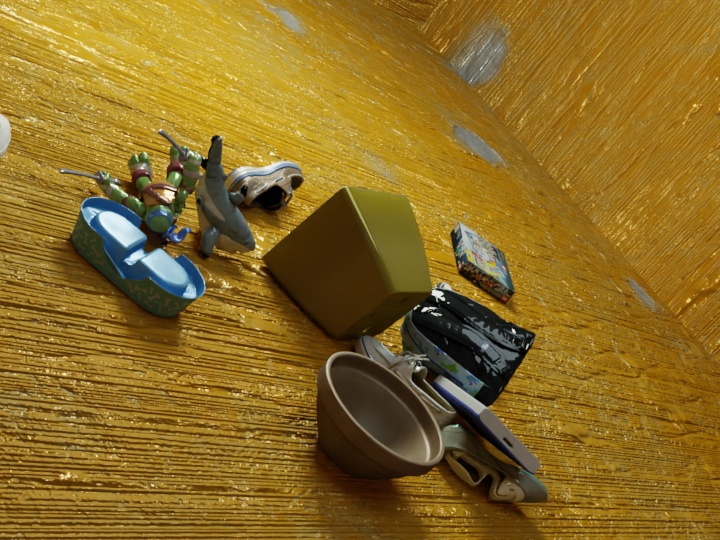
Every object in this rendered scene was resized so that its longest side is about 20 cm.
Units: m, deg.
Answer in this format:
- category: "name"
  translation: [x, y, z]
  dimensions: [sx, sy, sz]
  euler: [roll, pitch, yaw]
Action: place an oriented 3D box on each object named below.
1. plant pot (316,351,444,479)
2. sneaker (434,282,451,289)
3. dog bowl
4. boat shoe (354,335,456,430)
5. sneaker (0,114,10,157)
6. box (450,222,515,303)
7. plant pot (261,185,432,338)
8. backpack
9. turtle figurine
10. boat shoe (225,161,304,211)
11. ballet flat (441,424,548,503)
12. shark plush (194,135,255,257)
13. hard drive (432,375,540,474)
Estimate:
- category: "plant pot"
  translation: [0.009, 0.212, 1.437]
  dimensions: [0.200, 0.093, 0.201]
  euler: [34, 23, -16]
- category: "sneaker"
  translation: [0.191, 0.116, 1.953]
  dimensions: [0.129, 0.080, 0.199]
  euler: [29, 24, -31]
- category: "dog bowl"
  translation: [-0.302, -0.015, 1.429]
  dimensions: [0.200, 0.050, 0.111]
  euler: [41, 21, 0]
- category: "boat shoe"
  translation: [0.078, 0.161, 1.661]
  dimensions: [0.202, 0.086, 0.074]
  euler: [50, 23, 23]
- category: "sneaker"
  translation: [-0.492, -0.200, 1.386]
  dimensions: [0.074, 0.116, 0.200]
  euler: [36, 20, -5]
- category: "box"
  translation: [0.274, -0.019, 2.412]
  dimensions: [0.136, 0.038, 0.200]
  euler: [34, 22, -16]
- category: "plant pot"
  translation: [0.000, 0.000, 1.726]
  dimensions: [0.200, 0.200, 0.177]
  euler: [2, 53, -58]
- category: "backpack"
  translation: [0.162, 0.119, 1.781]
  dimensions: [0.200, 0.154, 0.163]
  euler: [38, 58, -1]
- category: "turtle figurine"
  translation: [-0.305, -0.150, 1.552]
  dimensions: [0.200, 0.144, 0.194]
  euler: [43, 11, -21]
- category: "boat shoe"
  translation: [-0.161, -0.143, 1.901]
  dimensions: [0.072, 0.072, 0.200]
  euler: [51, 33, 16]
- category: "ballet flat"
  translation: [0.195, 0.312, 1.616]
  dimensions: [0.200, 0.067, 0.064]
  euler: [36, 50, -7]
- category: "shark plush"
  translation: [-0.209, -0.115, 1.620]
  dimensions: [0.083, 0.201, 0.091]
  euler: [-6, 22, -6]
- category: "hard drive"
  translation: [0.191, 0.236, 1.651]
  dimensions: [0.132, 0.025, 0.200]
  euler: [46, -5, -17]
